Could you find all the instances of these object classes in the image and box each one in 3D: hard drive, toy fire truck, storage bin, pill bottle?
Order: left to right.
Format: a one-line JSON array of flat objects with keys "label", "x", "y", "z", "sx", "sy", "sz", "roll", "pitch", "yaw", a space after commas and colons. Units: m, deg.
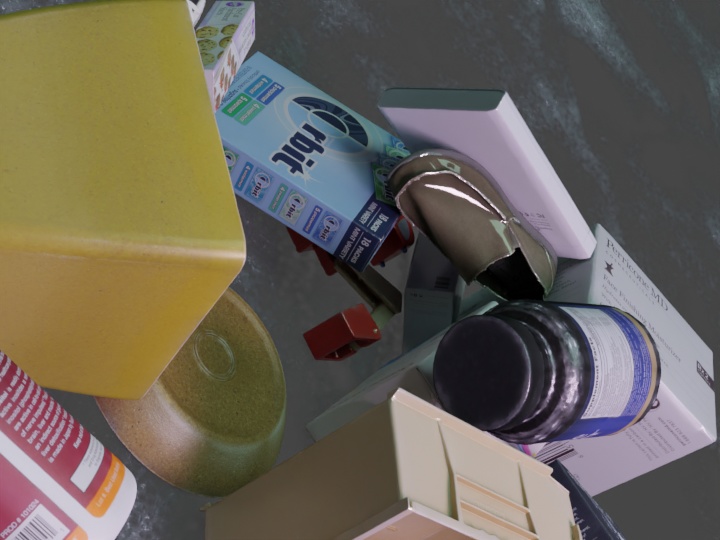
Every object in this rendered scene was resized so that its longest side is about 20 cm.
[{"label": "pill bottle", "x": -0.231, "y": 0.094, "z": 0.707, "sx": 0.200, "sy": 0.113, "sz": 0.113, "roll": 48, "pitch": 32, "yaw": -16}, {"label": "toy fire truck", "x": 0.000, "y": 0.000, "z": 1.173, "sx": 0.200, "sy": 0.049, "sz": 0.141, "roll": -14, "pitch": 74, "yaw": -58}, {"label": "storage bin", "x": 0.022, "y": 0.195, "z": 0.885, "sx": 0.198, "sy": 0.200, "sz": 0.094, "roll": 31, "pitch": 38, "yaw": -36}, {"label": "hard drive", "x": 0.114, "y": -0.085, "z": 1.127, "sx": 0.200, "sy": 0.132, "sz": 0.027, "roll": 50, "pitch": 60, "yaw": -40}, {"label": "pill bottle", "x": 0.147, "y": 0.079, "z": 0.999, "sx": 0.200, "sy": 0.112, "sz": 0.112, "roll": 5, "pitch": 58, "yaw": -52}]

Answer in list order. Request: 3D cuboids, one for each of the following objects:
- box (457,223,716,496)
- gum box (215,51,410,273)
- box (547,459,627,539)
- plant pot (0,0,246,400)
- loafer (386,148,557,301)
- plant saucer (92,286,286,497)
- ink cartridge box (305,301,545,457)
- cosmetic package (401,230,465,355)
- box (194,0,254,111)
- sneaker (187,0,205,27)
[{"label": "box", "x": 0.204, "y": 0.099, "z": 1.222, "sx": 0.199, "sy": 0.200, "sz": 0.131, "roll": 44, "pitch": 34, "yaw": -20}, {"label": "gum box", "x": -0.048, "y": -0.102, "z": 1.137, "sx": 0.200, "sy": 0.045, "sz": 0.170, "roll": 31, "pitch": 33, "yaw": 2}, {"label": "box", "x": 0.190, "y": 0.276, "z": 1.004, "sx": 0.182, "sy": 0.104, "sz": 0.200, "roll": 56, "pitch": 5, "yaw": 36}, {"label": "plant pot", "x": -0.207, "y": -0.044, "z": 0.796, "sx": 0.176, "sy": 0.200, "sz": 0.201, "roll": 1, "pitch": 60, "yaw": -31}, {"label": "loafer", "x": 0.104, "y": -0.032, "z": 1.098, "sx": 0.200, "sy": 0.075, "sz": 0.070, "roll": 34, "pitch": 31, "yaw": -28}, {"label": "plant saucer", "x": -0.120, "y": 0.070, "z": 0.956, "sx": 0.200, "sy": 0.035, "sz": 0.201, "roll": 35, "pitch": 37, "yaw": -32}, {"label": "ink cartridge box", "x": 0.062, "y": 0.133, "z": 1.065, "sx": 0.125, "sy": 0.128, "sz": 0.200, "roll": 58, "pitch": 32, "yaw": 1}, {"label": "cosmetic package", "x": 0.078, "y": -0.006, "z": 1.249, "sx": 0.200, "sy": 0.050, "sz": 0.083, "roll": -73, "pitch": 165, "yaw": -54}, {"label": "box", "x": -0.129, "y": -0.194, "z": 1.132, "sx": 0.200, "sy": 0.041, "sz": 0.039, "roll": -77, "pitch": 170, "yaw": -61}, {"label": "sneaker", "x": -0.173, "y": -0.229, "z": 1.117, "sx": 0.072, "sy": 0.072, "sz": 0.200, "roll": 39, "pitch": 37, "yaw": -30}]
